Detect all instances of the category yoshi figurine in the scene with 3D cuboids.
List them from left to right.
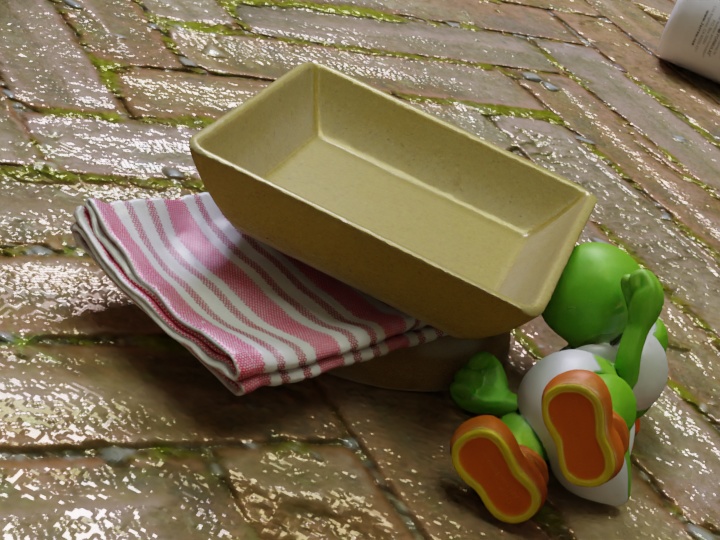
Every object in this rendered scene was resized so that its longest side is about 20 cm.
[{"bbox_3d":[0.113,0.045,0.788,0.112,0.112,0.200,22,24,16],"label":"yoshi figurine"}]

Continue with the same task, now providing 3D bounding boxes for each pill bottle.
[{"bbox_3d":[0.403,-0.222,1.437,0.199,0.115,0.114,26,28,10],"label":"pill bottle"}]

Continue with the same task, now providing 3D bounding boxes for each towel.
[{"bbox_3d":[-0.039,-0.002,0.792,0.146,0.030,0.200,39,33,30],"label":"towel"}]

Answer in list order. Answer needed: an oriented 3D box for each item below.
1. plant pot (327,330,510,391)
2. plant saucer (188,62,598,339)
[{"bbox_3d":[0.000,0.000,0.873,0.199,0.028,0.200,16,28,-8],"label":"plant pot"},{"bbox_3d":[0.020,-0.036,0.822,0.199,0.049,0.200,26,25,7],"label":"plant saucer"}]
